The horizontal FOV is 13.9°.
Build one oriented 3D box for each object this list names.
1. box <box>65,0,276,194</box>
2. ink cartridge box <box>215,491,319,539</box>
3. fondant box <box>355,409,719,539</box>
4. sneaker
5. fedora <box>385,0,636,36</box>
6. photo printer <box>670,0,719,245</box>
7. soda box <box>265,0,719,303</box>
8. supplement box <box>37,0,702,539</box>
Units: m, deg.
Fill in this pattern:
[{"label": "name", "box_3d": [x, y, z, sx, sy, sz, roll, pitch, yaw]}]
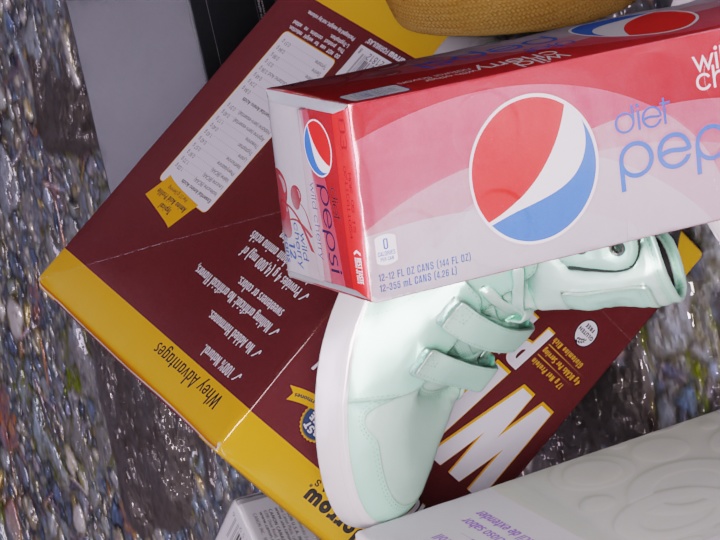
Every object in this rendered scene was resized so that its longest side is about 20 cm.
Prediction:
[{"label": "box", "box_3d": [-0.059, -0.051, 1.488, 0.079, 0.141, 0.201, -14, 88, 29]}, {"label": "ink cartridge box", "box_3d": [-0.040, 0.253, 1.717, 0.200, 0.043, 0.174, 65, 152, 25]}, {"label": "fondant box", "box_3d": [0.119, 0.119, 1.140, 0.144, 0.199, 0.058, 27, 130, 58]}, {"label": "sneaker", "box_3d": [0.058, 0.019, 1.136, 0.118, 0.074, 0.201, 20, 99, 27]}, {"label": "fedora", "box_3d": [0.063, -0.141, 1.155, 0.200, 0.200, 0.082, 24, 131, 60]}, {"label": "photo printer", "box_3d": [0.181, -0.069, 1.083, 0.167, 0.069, 0.200, 61, 150, 32]}, {"label": "soda box", "box_3d": [0.072, -0.044, 1.003, 0.063, 0.199, 0.070, 16, 116, 61]}, {"label": "supplement box", "box_3d": [0.000, 0.000, 1.296, 0.133, 0.200, 0.197, 42, 176, -35]}]
